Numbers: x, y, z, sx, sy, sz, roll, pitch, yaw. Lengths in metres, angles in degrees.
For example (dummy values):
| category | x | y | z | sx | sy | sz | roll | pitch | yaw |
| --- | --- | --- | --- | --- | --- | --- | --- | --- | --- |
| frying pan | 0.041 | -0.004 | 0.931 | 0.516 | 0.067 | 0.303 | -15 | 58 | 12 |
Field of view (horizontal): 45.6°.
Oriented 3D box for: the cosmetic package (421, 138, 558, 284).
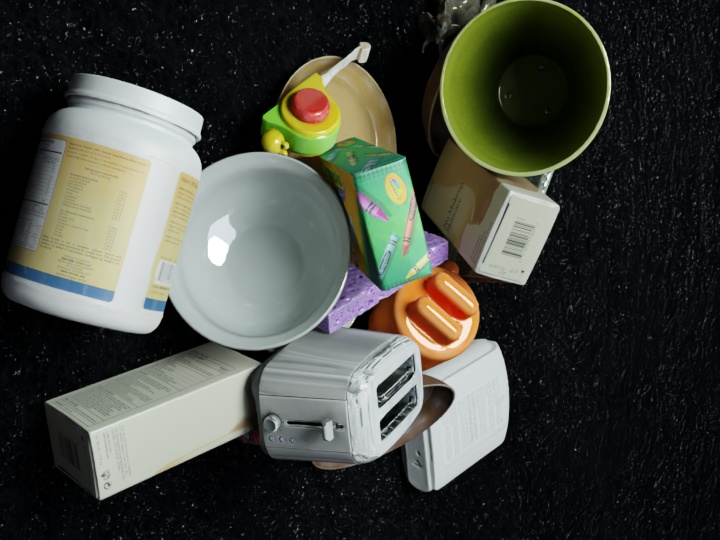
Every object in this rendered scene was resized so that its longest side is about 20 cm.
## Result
| category | x | y | z | sx | sy | sz | roll | pitch | yaw |
| --- | --- | --- | --- | --- | --- | --- | --- | --- | --- |
| cosmetic package | 0.151 | -0.077 | 1.041 | 0.070 | 0.200 | 0.107 | 14 | 109 | -22 |

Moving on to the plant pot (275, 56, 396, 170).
| category | x | y | z | sx | sy | sz | roll | pitch | yaw |
| --- | --- | --- | --- | --- | --- | --- | --- | --- | --- |
| plant pot | -0.033 | -0.147 | 1.010 | 0.198 | 0.027 | 0.204 | -3 | 94 | -44 |

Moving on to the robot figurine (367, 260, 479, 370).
| category | x | y | z | sx | sy | sz | roll | pitch | yaw |
| --- | --- | --- | --- | --- | --- | --- | --- | --- | --- |
| robot figurine | 0.077 | 0.064 | 1.072 | 0.115 | 0.200 | 0.146 | 3 | 74 | -16 |

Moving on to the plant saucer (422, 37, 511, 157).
| category | x | y | z | sx | sy | sz | roll | pitch | yaw |
| --- | --- | --- | --- | --- | --- | --- | --- | --- | --- |
| plant saucer | 0.143 | -0.243 | 1.114 | 0.200 | 0.034 | 0.202 | -38 | 150 | -27 |

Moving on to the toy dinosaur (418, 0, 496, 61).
| category | x | y | z | sx | sy | sz | roll | pitch | yaw |
| --- | --- | --- | --- | --- | --- | --- | --- | --- | --- |
| toy dinosaur | 0.139 | -0.343 | 1.131 | 0.199 | 0.077 | 0.103 | -19 | 139 | -51 |

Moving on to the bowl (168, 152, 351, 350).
| category | x | y | z | sx | sy | sz | roll | pitch | yaw |
| --- | --- | --- | --- | --- | --- | --- | --- | --- | --- |
| bowl | -0.105 | -0.013 | 0.901 | 0.090 | 0.198 | 0.204 | 86 | 27 | -78 |

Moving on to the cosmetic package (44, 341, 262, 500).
| category | x | y | z | sx | sy | sz | roll | pitch | yaw |
| --- | --- | --- | --- | --- | --- | --- | --- | --- | --- |
| cosmetic package | -0.201 | 0.144 | 0.863 | 0.198 | 0.104 | 0.072 | -18 | 112 | -39 |

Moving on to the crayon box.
| category | x | y | z | sx | sy | sz | roll | pitch | yaw |
| --- | --- | --- | --- | --- | --- | --- | --- | --- | --- |
| crayon box | 0.008 | -0.066 | 0.899 | 0.057 | 0.200 | 0.121 | -18 | 108 | -10 |

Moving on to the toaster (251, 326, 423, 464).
| category | x | y | z | sx | sy | sz | roll | pitch | yaw |
| --- | --- | --- | --- | --- | --- | --- | --- | --- | --- |
| toaster | -0.016 | 0.128 | 0.910 | 0.199 | 0.127 | 0.116 | -29 | 118 | -59 |

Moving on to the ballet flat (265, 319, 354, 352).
| category | x | y | z | sx | sy | sz | roll | pitch | yaw |
| --- | --- | --- | --- | --- | --- | --- | --- | --- | --- |
| ballet flat | -0.054 | 0.061 | 1.018 | 0.198 | 0.062 | 0.069 | -19 | 111 | -41 |

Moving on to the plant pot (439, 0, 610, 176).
| category | x | y | z | sx | sy | sz | roll | pitch | yaw |
| --- | --- | --- | --- | --- | --- | --- | --- | --- | --- |
| plant pot | 0.200 | -0.214 | 1.022 | 0.200 | 0.184 | 0.191 | -33 | 126 | -73 |

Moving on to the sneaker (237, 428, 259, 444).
| category | x | y | z | sx | sy | sz | roll | pitch | yaw |
| --- | --- | --- | --- | --- | --- | --- | --- | --- | --- |
| sneaker | -0.070 | 0.155 | 1.014 | 0.199 | 0.074 | 0.082 | -25 | 115 | -39 |

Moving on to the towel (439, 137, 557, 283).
| category | x | y | z | sx | sy | sz | roll | pitch | yaw |
| --- | --- | --- | --- | --- | --- | --- | --- | --- | --- |
| towel | 0.182 | -0.076 | 1.139 | 0.034 | 0.192 | 0.203 | 24 | 82 | -26 |

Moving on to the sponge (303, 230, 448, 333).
| category | x | y | z | sx | sy | sz | roll | pitch | yaw |
| --- | --- | --- | --- | --- | --- | --- | --- | --- | --- |
| sponge | 0.000 | 0.000 | 1.000 | 0.199 | 0.111 | 0.030 | -30 | 125 | -35 |

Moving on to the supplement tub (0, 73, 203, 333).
| category | x | y | z | sx | sy | sz | roll | pitch | yaw |
| --- | --- | --- | --- | --- | --- | --- | --- | --- | --- |
| supplement tub | -0.225 | -0.057 | 0.767 | 0.144 | 0.143 | 0.203 | 18 | 85 | -45 |

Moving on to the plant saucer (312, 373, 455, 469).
| category | x | y | z | sx | sy | sz | roll | pitch | yaw |
| --- | --- | --- | --- | --- | --- | --- | --- | --- | --- |
| plant saucer | 0.024 | 0.185 | 1.071 | 0.198 | 0.035 | 0.201 | -22 | 151 | -13 |

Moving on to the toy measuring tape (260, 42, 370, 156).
| category | x | y | z | sx | sy | sz | roll | pitch | yaw |
| --- | --- | --- | --- | --- | --- | --- | --- | --- | --- |
| toy measuring tape | -0.033 | -0.181 | 0.939 | 0.200 | 0.073 | 0.074 | -45 | 126 | -33 |

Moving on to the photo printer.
| category | x | y | z | sx | sy | sz | roll | pitch | yaw |
| --- | --- | --- | --- | --- | --- | --- | --- | --- | --- |
| photo printer | 0.141 | 0.199 | 1.233 | 0.198 | 0.069 | 0.169 | -24 | 114 | -40 |
